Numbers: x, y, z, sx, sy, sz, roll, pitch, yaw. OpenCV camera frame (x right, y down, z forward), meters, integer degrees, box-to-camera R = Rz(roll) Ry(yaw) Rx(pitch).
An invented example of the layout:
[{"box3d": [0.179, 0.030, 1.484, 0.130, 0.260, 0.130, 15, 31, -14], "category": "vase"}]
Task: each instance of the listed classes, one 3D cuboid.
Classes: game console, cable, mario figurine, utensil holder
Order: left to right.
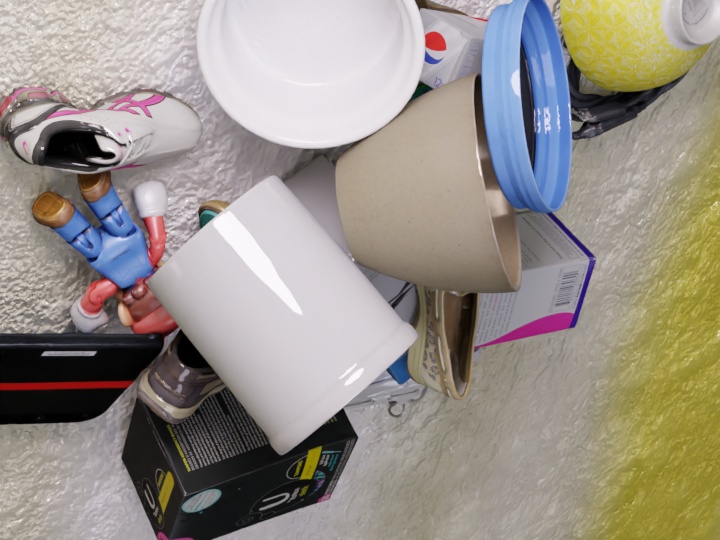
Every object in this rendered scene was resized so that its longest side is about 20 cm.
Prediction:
[{"box3d": [-0.307, 0.100, 1.703, 0.199, 0.031, 0.177, 1, 150, -34], "category": "game console"}, {"box3d": [-0.233, -0.015, 1.703, 0.123, 0.106, 0.200, -12, 131, 23], "category": "mario figurine"}, {"box3d": [-0.074, 0.040, 1.628, 0.170, 0.200, 0.170, -41, 179, -1], "category": "utensil holder"}, {"box3d": [0.281, -0.234, 1.895, 0.199, 0.051, 0.164, -25, 128, -22], "category": "cable"}]

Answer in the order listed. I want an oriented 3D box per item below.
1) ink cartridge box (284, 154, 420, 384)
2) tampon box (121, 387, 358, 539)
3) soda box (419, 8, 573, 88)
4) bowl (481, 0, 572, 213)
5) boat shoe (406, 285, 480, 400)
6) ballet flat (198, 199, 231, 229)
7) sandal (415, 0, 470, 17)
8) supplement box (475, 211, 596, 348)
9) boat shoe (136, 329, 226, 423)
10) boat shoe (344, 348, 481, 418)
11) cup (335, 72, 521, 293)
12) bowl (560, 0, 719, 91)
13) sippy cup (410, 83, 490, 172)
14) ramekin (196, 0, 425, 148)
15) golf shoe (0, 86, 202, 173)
[{"box3d": [0.000, 0.000, 1.810, 0.084, 0.145, 0.200, -38, 138, -4], "category": "ink cartridge box"}, {"box3d": [-0.129, 0.185, 1.859, 0.199, 0.127, 0.150, -17, 153, -24], "category": "tampon box"}, {"box3d": [0.124, -0.206, 1.742, 0.199, 0.068, 0.064, -3, 121, -54], "category": "soda box"}, {"box3d": [0.154, -0.152, 1.643, 0.039, 0.202, 0.201, -4, 141, 20], "category": "bowl"}, {"box3d": [0.095, 0.030, 1.758, 0.073, 0.063, 0.201, -20, 126, -39], "category": "boat shoe"}, {"box3d": [-0.108, -0.020, 1.793, 0.063, 0.068, 0.200, -56, 146, -25], "category": "ballet flat"}, {"box3d": [0.039, -0.241, 1.710, 0.200, 0.054, 0.081, 8, 117, -56], "category": "sandal"}, {"box3d": [0.141, 0.013, 1.955, 0.199, 0.103, 0.102, -11, 131, -30], "category": "supplement box"}, {"box3d": [-0.150, 0.080, 1.754, 0.074, 0.200, 0.073, 38, 117, -4], "category": "boat shoe"}, {"box3d": [0.041, 0.123, 1.995, 0.201, 0.075, 0.087, -14, 131, -23], "category": "boat shoe"}, {"box3d": [0.058, -0.068, 1.627, 0.142, 0.201, 0.201, -10, 138, 13], "category": "cup"}, {"box3d": [0.306, -0.271, 1.783, 0.199, 0.107, 0.202, -13, 111, -38], "category": "bowl"}, {"box3d": [0.087, -0.099, 1.802, 0.177, 0.140, 0.131, -9, 136, -23], "category": "sippy cup"}, {"box3d": [-0.043, -0.218, 1.583, 0.199, 0.098, 0.202, 0, 123, 1], "category": "ramekin"}, {"box3d": [-0.224, -0.115, 1.595, 0.199, 0.092, 0.073, -4, 125, -35], "category": "golf shoe"}]
